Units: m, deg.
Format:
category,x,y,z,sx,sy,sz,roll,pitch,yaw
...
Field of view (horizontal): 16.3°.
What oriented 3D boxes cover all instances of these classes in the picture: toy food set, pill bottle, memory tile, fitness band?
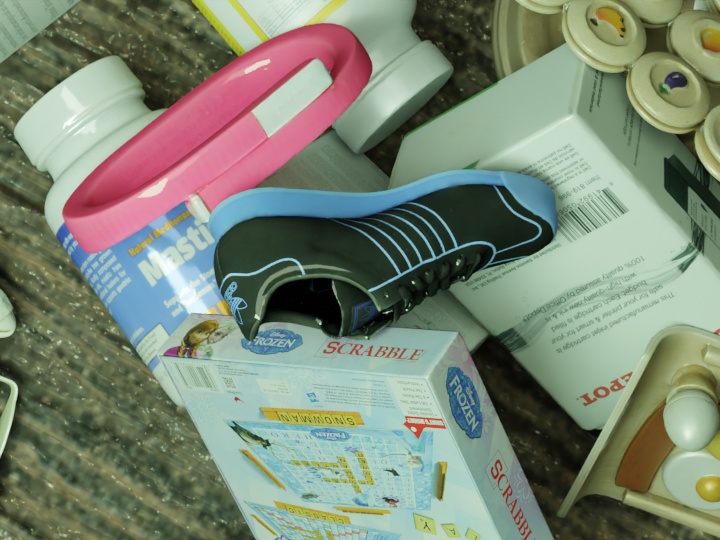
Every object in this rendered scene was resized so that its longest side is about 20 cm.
category,x,y,z,sx,sy,sz,roll,pitch,yaw
toy food set,0.231,0.125,1.466,0.198,0.061,0.144,20,129,-3
pill bottle,-0.037,-0.173,1.538,0.112,0.112,0.200,-40,86,-1
memory tile,0.181,-0.145,1.431,0.200,0.017,0.153,42,50,4
pill bottle,-0.122,-0.027,1.530,0.112,0.112,0.201,-36,86,-1
fitness band,-0.080,-0.075,1.419,0.200,0.143,0.038,-39,107,-18

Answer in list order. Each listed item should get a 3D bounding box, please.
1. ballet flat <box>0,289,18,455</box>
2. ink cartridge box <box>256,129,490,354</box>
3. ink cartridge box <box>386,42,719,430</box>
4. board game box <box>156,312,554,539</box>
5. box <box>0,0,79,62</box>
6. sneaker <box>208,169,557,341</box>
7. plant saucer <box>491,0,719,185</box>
category,x,y,z,sx,sy,sz,roll,pitch,yaw
ballet flat,-0.245,0.054,1.559,0.069,0.069,0.202,2,87,2
ink cartridge box,0.000,0.000,1.481,0.162,0.200,0.057,43,116,4
ink cartridge box,0.132,-0.018,1.466,0.146,0.083,0.200,-27,120,32
board game box,0.005,0.117,1.426,0.041,0.199,0.200,-50,129,-36
box,-0.267,-0.235,1.508,0.130,0.200,0.199,-38,85,-3
sneaker,0.018,-0.003,1.356,0.198,0.070,0.078,-5,59,-15
plant saucer,0.177,-0.144,1.497,0.198,0.029,0.202,0,84,2
